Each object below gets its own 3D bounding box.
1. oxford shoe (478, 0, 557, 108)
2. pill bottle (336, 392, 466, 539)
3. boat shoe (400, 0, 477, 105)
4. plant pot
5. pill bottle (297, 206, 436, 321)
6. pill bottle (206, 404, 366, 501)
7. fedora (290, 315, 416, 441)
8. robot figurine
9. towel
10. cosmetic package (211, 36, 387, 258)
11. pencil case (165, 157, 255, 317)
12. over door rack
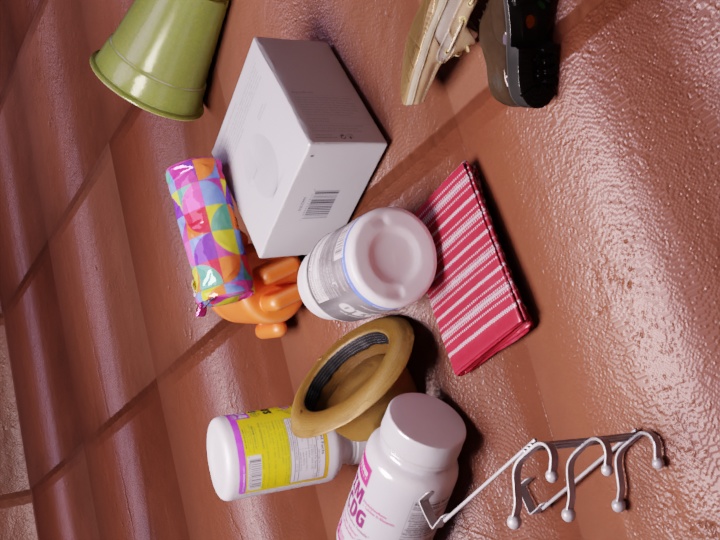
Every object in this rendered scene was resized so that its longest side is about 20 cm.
[{"bbox_3d":[0.148,-0.266,0.986,0.084,0.072,0.204,15,106,56],"label":"oxford shoe"},{"bbox_3d":[0.048,0.251,1.148,0.113,0.112,0.203,47,129,43],"label":"pill bottle"},{"bbox_3d":[0.095,-0.264,1.063,0.074,0.068,0.202,-96,20,-49],"label":"boat shoe"},{"bbox_3d":[-0.299,-0.374,1.563,0.192,0.198,0.201,-58,47,23],"label":"plant pot"},{"bbox_3d":[0.000,0.000,1.181,0.199,0.112,0.116,157,106,-65],"label":"pill bottle"},{"bbox_3d":[-0.091,0.226,1.267,0.104,0.196,0.107,175,90,-67],"label":"pill bottle"},{"bbox_3d":[0.004,0.146,1.203,0.082,0.202,0.199,45,152,-21],"label":"fedora"},{"bbox_3d":[-0.154,0.017,1.422,0.199,0.143,0.118,-2,57,56],"label":"robot figurine"},{"bbox_3d":[0.117,0.001,1.103,0.145,0.022,0.203,-46,55,50],"label":"towel"},{"bbox_3d":[-0.087,-0.160,1.298,0.202,0.121,0.201,61,139,31],"label":"cosmetic package"},{"bbox_3d":[-0.203,-0.047,1.314,0.088,0.087,0.204,-24,77,54],"label":"pencil case"},{"bbox_3d":[0.172,0.211,0.934,0.200,0.145,0.068,-42,54,49],"label":"over door rack"}]
